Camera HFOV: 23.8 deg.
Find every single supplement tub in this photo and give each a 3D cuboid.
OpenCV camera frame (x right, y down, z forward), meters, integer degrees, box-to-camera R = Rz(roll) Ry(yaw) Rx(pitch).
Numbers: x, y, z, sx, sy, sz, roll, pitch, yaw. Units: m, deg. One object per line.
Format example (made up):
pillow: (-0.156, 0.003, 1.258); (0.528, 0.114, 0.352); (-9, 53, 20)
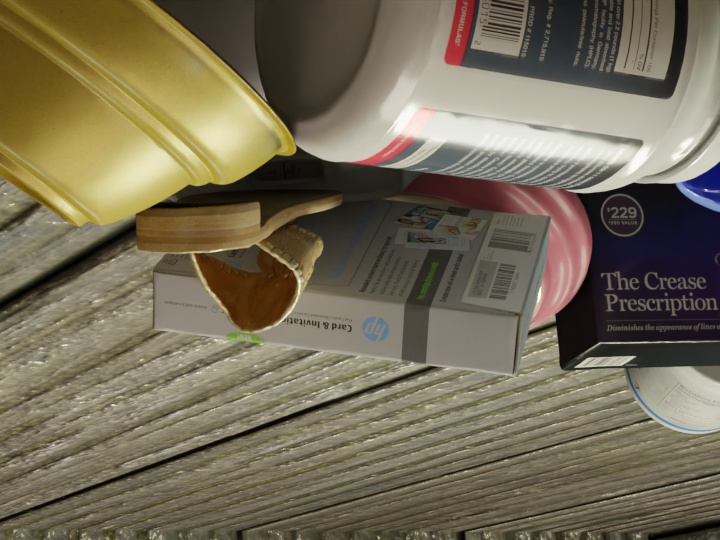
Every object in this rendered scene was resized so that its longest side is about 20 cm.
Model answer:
supplement tub: (0.303, 0.060, 1.461); (0.132, 0.132, 0.200); (-4, 164, -2)
supplement tub: (0.067, -0.109, 0.758); (0.200, 0.140, 0.140); (5, 162, -31)

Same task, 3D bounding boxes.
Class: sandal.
sandal: (-0.061, -0.002, 0.850); (0.078, 0.070, 0.212); (0, -175, 13)

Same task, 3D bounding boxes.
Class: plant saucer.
plant saucer: (0.046, -0.014, 1.096); (0.200, 0.051, 0.201); (10, 140, 8)

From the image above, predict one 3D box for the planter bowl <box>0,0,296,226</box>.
planter bowl: (-0.131, -0.077, 0.720); (0.200, 0.083, 0.200); (35, 174, 4)

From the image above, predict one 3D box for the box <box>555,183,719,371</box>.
box: (0.234, -0.010, 1.168); (0.200, 0.141, 0.079); (-1, 162, -15)

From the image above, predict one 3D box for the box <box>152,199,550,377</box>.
box: (0.000, 0.000, 0.966); (0.200, 0.041, 0.156); (8, -158, 9)

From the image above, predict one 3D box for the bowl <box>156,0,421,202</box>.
bowl: (-0.043, -0.087, 0.934); (0.200, 0.075, 0.200); (-4, 166, 1)

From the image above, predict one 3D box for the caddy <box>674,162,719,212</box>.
caddy: (0.244, -0.069, 0.809); (0.141, 0.105, 0.200); (19, 159, -41)
